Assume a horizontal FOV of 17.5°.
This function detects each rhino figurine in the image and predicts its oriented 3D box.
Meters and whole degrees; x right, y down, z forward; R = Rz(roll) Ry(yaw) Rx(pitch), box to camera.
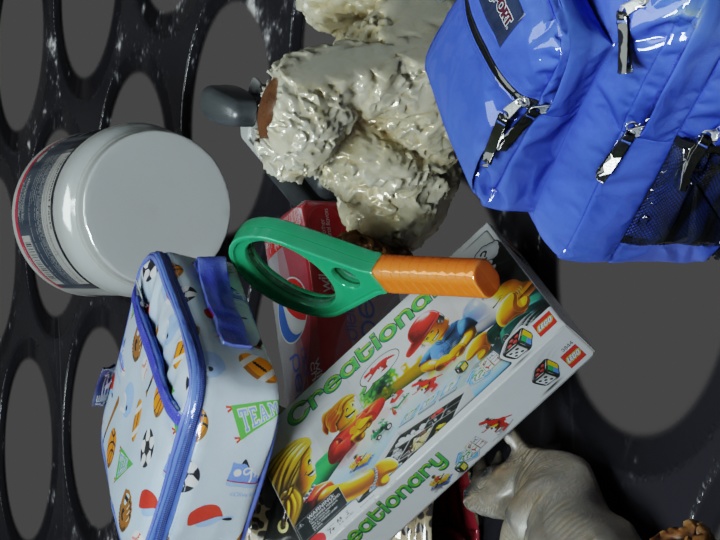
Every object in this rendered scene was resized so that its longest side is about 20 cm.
[{"bbox_3d":[0.107,0.148,1.300,0.088,0.060,0.200,-58,31,16],"label":"rhino figurine"}]

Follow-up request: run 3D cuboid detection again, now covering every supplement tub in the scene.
[{"bbox_3d":[-0.197,-0.048,1.926,0.200,0.140,0.141,179,92,-66],"label":"supplement tub"}]

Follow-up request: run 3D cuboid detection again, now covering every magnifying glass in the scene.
[{"bbox_3d":[0.000,0.000,1.402,0.200,0.080,0.022,5,54,44],"label":"magnifying glass"}]

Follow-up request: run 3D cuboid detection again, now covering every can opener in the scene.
[{"bbox_3d":[-0.066,-0.086,1.713,0.200,0.067,0.053,-129,45,-57],"label":"can opener"}]

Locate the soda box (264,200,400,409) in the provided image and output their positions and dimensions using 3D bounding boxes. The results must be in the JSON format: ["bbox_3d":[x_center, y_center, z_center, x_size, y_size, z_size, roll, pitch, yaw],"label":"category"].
[{"bbox_3d":[-0.011,0.056,1.569,0.063,0.070,0.200,-39,54,56],"label":"soda box"}]

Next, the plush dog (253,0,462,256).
[{"bbox_3d":[0.024,-0.090,1.460,0.172,0.160,0.200,94,-173,-46],"label":"plush dog"}]

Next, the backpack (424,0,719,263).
[{"bbox_3d":[0.136,-0.116,1.125,0.200,0.168,0.163,-59,43,42],"label":"backpack"}]

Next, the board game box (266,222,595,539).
[{"bbox_3d":[0.033,0.076,1.371,0.200,0.035,0.126,-43,34,6],"label":"board game box"}]

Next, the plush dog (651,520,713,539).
[{"bbox_3d":[0.157,0.188,1.019,0.161,0.171,0.200,-115,35,-48],"label":"plush dog"}]

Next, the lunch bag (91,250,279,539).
[{"bbox_3d":[-0.109,0.080,1.445,0.200,0.075,0.161,-118,40,-59],"label":"lunch bag"}]

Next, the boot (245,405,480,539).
[{"bbox_3d":[-0.004,0.187,1.467,0.150,0.073,0.200,5,102,30],"label":"boot"}]
